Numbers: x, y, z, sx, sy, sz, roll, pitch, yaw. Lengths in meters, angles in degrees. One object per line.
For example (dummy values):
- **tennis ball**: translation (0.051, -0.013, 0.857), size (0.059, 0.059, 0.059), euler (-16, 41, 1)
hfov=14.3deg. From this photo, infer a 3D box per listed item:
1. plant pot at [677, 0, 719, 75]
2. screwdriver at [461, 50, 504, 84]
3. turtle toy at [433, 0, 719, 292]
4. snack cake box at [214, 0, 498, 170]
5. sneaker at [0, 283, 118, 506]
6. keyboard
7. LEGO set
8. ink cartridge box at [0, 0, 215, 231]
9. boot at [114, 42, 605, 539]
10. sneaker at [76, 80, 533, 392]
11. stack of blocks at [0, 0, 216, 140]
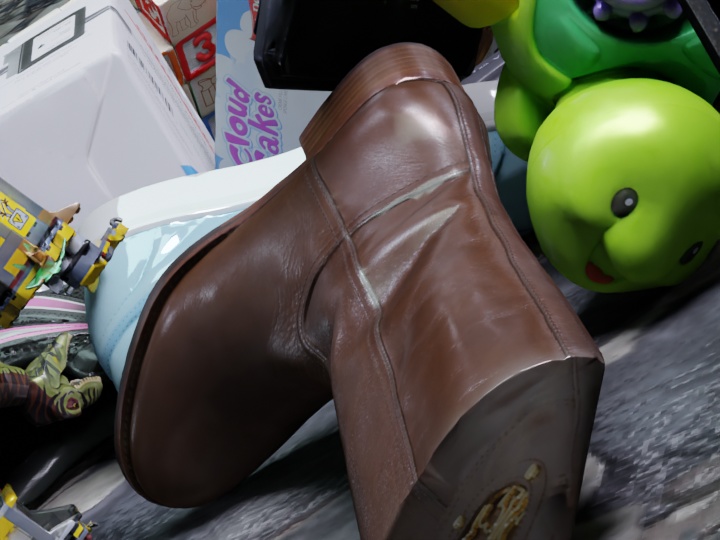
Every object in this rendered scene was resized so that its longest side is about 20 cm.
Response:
- **plant pot**: translation (0.171, -0.084, 0.712), size (0.199, 0.201, 0.177), euler (-31, 3, 1)
- **screwdriver**: translation (0.118, -0.108, 1.150), size (0.199, 0.028, 0.029), euler (-30, -13, -6)
- **turtle toy**: translation (0.097, -0.086, 0.911), size (0.101, 0.145, 0.201), euler (3, 67, 50)
- **snack cake box**: translation (0.020, -0.121, 1.171), size (0.067, 0.116, 0.200), euler (23, 42, 20)
- **sneaker**: translation (-0.159, 0.063, 1.047), size (0.199, 0.080, 0.086), euler (-35, 26, 7)
- **keyboard**: translation (0.002, -0.111, 0.921), size (0.039, 0.105, 0.200), euler (16, 8, 17)
- **LEGO set**: translation (-0.115, 0.049, 0.916), size (0.154, 0.116, 0.200), euler (-57, 8, -13)
- **ink cartridge box**: translation (-0.100, -0.046, 1.185), size (0.068, 0.116, 0.200), euler (-30, 15, 3)
- **boot**: translation (-0.005, 0.050, 0.834), size (0.187, 0.064, 0.200), euler (-59, 29, 24)
- **sneaker**: translation (0.000, 0.000, 0.994), size (0.199, 0.074, 0.082), euler (-18, 57, 11)
- **stack of blocks**: translation (-0.084, -0.112, 1.336), size (0.199, 0.115, 0.059), euler (-35, 56, -11)
